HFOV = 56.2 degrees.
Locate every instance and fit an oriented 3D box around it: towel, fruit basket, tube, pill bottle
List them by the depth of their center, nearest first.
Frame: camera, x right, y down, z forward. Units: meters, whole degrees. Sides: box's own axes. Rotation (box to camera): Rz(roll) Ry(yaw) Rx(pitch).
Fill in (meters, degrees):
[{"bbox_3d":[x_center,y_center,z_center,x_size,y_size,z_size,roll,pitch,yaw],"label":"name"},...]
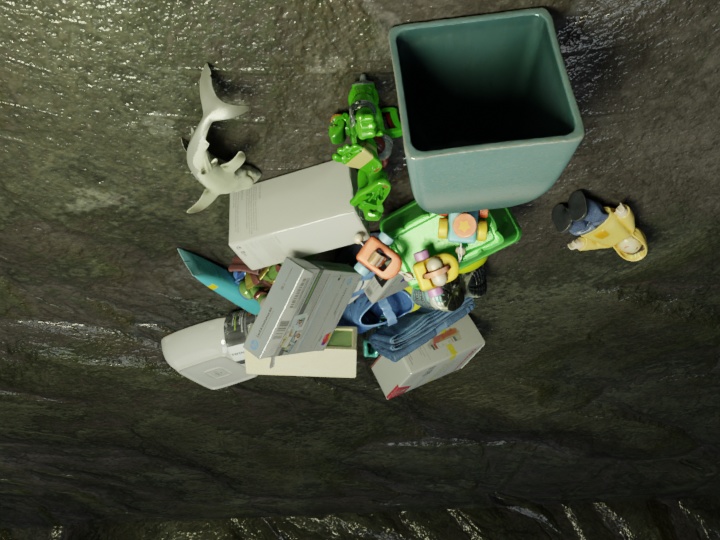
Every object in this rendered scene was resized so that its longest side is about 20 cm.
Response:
[{"bbox_3d":[0.148,-0.060,1.083,0.215,0.156,0.216,-29,-175,3],"label":"fruit basket"},{"bbox_3d":[-0.243,0.022,1.209,0.050,0.077,0.200,-49,140,3],"label":"tube"},{"bbox_3d":[0.114,0.094,1.281,0.200,0.049,0.112,-32,-163,-19],"label":"towel"},{"bbox_3d":[-0.158,0.112,1.321,0.199,0.107,0.106,-15,147,15],"label":"pill bottle"}]

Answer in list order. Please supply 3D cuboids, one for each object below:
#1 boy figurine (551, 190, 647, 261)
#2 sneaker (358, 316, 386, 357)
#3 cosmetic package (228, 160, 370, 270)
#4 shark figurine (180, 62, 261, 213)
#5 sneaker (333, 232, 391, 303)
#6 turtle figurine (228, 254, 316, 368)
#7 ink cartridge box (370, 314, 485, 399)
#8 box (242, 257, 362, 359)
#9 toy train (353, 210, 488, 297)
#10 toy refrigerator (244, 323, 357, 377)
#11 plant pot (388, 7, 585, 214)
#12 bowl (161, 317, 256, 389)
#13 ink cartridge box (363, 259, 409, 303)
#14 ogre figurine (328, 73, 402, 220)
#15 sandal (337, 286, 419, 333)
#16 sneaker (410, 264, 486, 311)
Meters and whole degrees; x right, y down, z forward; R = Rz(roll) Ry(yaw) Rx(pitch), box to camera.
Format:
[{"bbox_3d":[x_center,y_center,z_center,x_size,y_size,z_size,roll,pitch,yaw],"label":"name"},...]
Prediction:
[{"bbox_3d":[0.418,-0.068,1.165,0.199,0.065,0.124,22,136,-31],"label":"boy figurine"},{"bbox_3d":[0.044,0.109,1.358,0.077,0.092,0.200,4,146,-13],"label":"sneaker"},{"bbox_3d":[-0.093,-0.085,1.022,0.199,0.108,0.085,-12,148,13],"label":"cosmetic package"},{"bbox_3d":[-0.214,-0.166,0.912,0.128,0.090,0.215,-36,160,-14],"label":"shark figurine"},{"bbox_3d":[0.000,0.000,1.204,0.082,0.074,0.200,8,143,-46],"label":"sneaker"},{"bbox_3d":[-0.114,0.021,1.152,0.144,0.200,0.194,-18,159,-47],"label":"turtle figurine"},{"bbox_3d":[0.142,0.180,1.430,0.199,0.084,0.145,-16,155,-29],"label":"ink cartridge box"},{"bbox_3d":[-0.086,0.060,1.078,0.200,0.041,0.156,5,114,-63],"label":"box"},{"bbox_3d":[0.088,-0.046,0.949,0.150,0.056,0.200,42,98,-1],"label":"toy train"},{"bbox_3d":[-0.106,0.143,1.230,0.199,0.076,0.070,2,119,1],"label":"toy refrigerator"},{"bbox_3d":[0.145,-0.174,0.850,0.195,0.197,0.200,-7,154,2],"label":"plant pot"},{"bbox_3d":[-0.305,0.188,1.450,0.199,0.075,0.200,-19,144,19],"label":"bowl"},{"bbox_3d":[0.103,-0.008,1.191,0.199,0.037,0.095,-20,159,-35],"label":"ink cartridge box"},{"bbox_3d":[0.010,-0.166,0.898,0.098,0.120,0.200,-14,146,20],"label":"ogre figurine"},{"bbox_3d":[0.017,0.077,1.263,0.200,0.087,0.080,-25,99,38],"label":"sandal"},{"bbox_3d":[0.162,0.020,1.220,0.086,0.078,0.200,-3,-171,37],"label":"sneaker"}]
